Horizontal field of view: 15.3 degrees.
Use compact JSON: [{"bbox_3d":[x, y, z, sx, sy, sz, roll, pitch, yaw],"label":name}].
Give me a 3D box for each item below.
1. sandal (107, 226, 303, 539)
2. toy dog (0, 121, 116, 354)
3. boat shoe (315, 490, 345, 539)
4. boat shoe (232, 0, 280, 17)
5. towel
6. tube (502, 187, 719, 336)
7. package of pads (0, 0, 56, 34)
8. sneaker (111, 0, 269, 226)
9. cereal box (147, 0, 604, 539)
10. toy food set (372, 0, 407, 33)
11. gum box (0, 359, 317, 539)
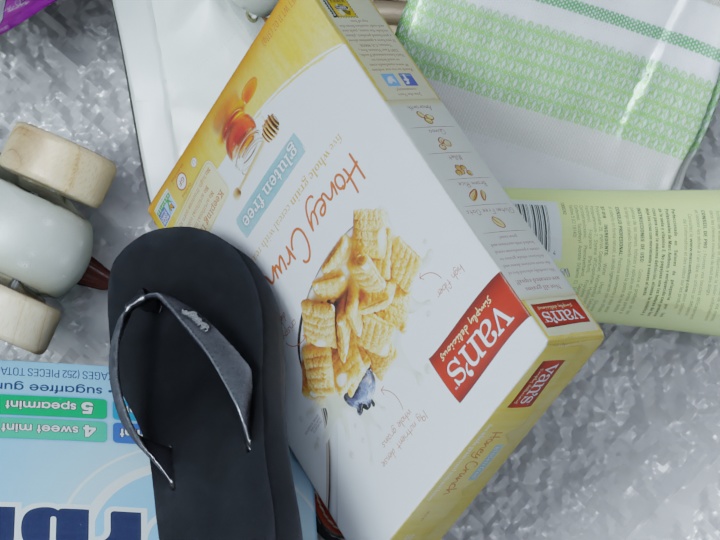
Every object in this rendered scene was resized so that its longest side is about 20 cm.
[{"bbox_3d":[-0.065,0.053,1.055,0.076,0.043,0.200,-37,44,19],"label":"sandal"},{"bbox_3d":[-0.184,-0.031,1.204,0.132,0.096,0.200,-47,62,2],"label":"toy dog"},{"bbox_3d":[0.002,0.024,1.165,0.071,0.063,0.200,4,82,8],"label":"boat shoe"},{"bbox_3d":[-0.050,-0.206,1.126,0.071,0.070,0.201,-27,64,28],"label":"boat shoe"},{"bbox_3d":[0.093,-0.104,1.120,0.149,0.031,0.200,14,108,-22],"label":"towel"},{"bbox_3d":[0.121,-0.004,1.128,0.200,0.058,0.052,2,47,-17],"label":"tube"},{"bbox_3d":[-0.196,-0.187,1.119,0.120,0.076,0.200,-29,72,-3],"label":"package of pads"},{"bbox_3d":[-0.068,-0.121,1.176,0.085,0.073,0.200,-10,111,0],"label":"sneaker"},{"bbox_3d":[0.000,0.000,1.083,0.200,0.039,0.144,57,130,29],"label":"cereal box"},{"bbox_3d":[0.069,-0.176,1.189,0.200,0.060,0.144,5,81,10],"label":"toy food set"},{"bbox_3d":[-0.102,0.122,1.067,0.170,0.045,0.200,4,44,-8],"label":"gum box"}]
